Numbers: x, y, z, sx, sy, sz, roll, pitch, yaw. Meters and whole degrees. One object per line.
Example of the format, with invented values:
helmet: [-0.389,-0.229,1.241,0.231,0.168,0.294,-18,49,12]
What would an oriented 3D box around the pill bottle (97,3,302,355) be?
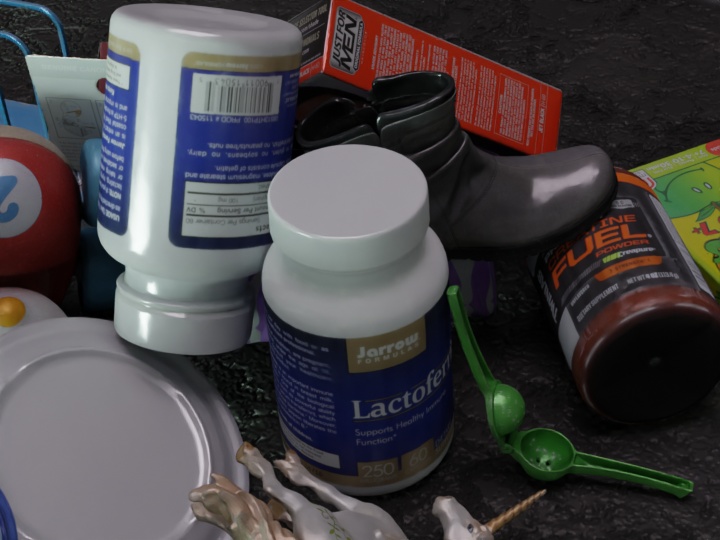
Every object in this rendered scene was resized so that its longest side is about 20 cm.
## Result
pill bottle: [-0.103,-0.057,0.902,0.118,0.202,0.120,7,16,-2]

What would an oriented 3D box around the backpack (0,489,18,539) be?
backpack: [-0.265,0.174,0.742,0.182,0.147,0.202,29,91,33]

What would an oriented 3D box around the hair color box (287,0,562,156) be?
hair color box: [0.034,-0.119,1.014,0.198,0.101,0.062,18,71,-29]

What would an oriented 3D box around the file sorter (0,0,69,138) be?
file sorter: [-0.338,-0.124,1.180,0.137,0.124,0.201,12,42,20]

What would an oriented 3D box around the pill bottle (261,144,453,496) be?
pill bottle: [-0.001,0.031,0.887,0.114,0.202,0.116,-3,39,3]

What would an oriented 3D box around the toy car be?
toy car: [-0.235,0.027,0.961,0.182,0.178,0.201,-4,50,-17]

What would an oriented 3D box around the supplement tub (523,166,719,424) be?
supplement tub: [0.170,0.002,0.982,0.106,0.108,0.201,-9,39,-6]

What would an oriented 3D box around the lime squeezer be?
lime squeezer: [0.107,0.092,0.885,0.200,0.071,0.038,40,55,-11]

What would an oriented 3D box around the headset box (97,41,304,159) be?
headset box: [-0.109,-0.122,1.124,0.197,0.149,0.078,-1,81,5]

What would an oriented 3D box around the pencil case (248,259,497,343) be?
pencil case: [0.000,0.000,1.018,0.197,0.087,0.084,-6,7,-4]

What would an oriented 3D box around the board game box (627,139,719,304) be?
board game box: [0.272,-0.013,1.034,0.101,0.048,0.200,-18,41,-16]

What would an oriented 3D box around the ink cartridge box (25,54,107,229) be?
ink cartridge box: [-0.138,-0.082,1.042,0.160,0.202,0.057,4,42,11]

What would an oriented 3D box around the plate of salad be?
plate of salad: [-0.164,0.121,0.882,0.198,0.048,0.202,13,53,-18]

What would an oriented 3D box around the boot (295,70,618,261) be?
boot: [0.067,-0.070,0.920,0.198,0.133,0.070,-19,40,-4]

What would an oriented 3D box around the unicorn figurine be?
unicorn figurine: [-0.006,0.150,0.829,0.137,0.075,0.199,29,24,27]
